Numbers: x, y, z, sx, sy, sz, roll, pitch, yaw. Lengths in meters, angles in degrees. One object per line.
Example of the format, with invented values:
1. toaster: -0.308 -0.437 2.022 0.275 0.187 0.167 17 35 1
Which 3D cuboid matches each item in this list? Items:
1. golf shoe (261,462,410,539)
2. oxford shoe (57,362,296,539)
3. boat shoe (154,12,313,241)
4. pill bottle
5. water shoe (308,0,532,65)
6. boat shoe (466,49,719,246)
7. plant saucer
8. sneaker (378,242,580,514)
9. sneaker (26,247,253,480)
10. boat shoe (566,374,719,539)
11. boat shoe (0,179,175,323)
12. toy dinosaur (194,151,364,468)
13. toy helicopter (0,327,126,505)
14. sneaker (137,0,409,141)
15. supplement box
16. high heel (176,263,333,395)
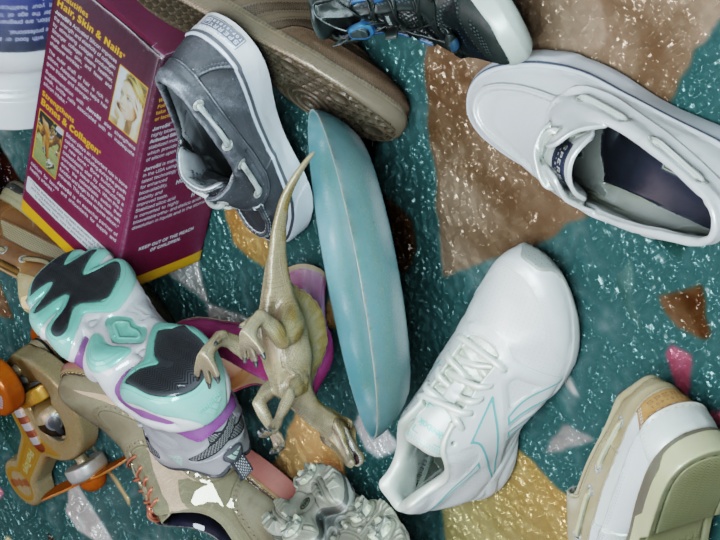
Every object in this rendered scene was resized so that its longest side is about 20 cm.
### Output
1. golf shoe: 0.011 0.191 1.169 0.097 0.078 0.200 43 -179 -22
2. oxford shoe: -0.137 0.135 1.283 0.199 0.075 0.071 31 159 8
3. boat shoe: -0.083 -0.071 1.138 0.072 0.068 0.200 34 158 25
4. pill bottle: -0.243 -0.207 1.265 0.115 0.115 0.201 29 126 35
5. water shoe: 0.013 -0.151 1.039 0.200 0.079 0.072 37 168 38
6. boat shoe: 0.126 -0.066 0.979 0.199 0.065 0.074 22 122 39
7. plant saucer: 0.000 0.000 1.100 0.200 0.027 0.201 169 90 -83
8. sneaker: 0.070 0.074 1.090 0.070 0.080 0.201 41 131 29
9. sneaker: -0.140 0.076 1.210 0.200 0.078 0.140 39 161 44
10. boat shoe: 0.155 0.144 1.045 0.069 0.074 0.201 59 144 38
11. boat shoe: -0.214 0.009 1.343 0.200 0.074 0.076 34 168 39
12. toy dinosaur: -0.052 0.036 1.116 0.058 0.101 0.201 0 110 35
13. toy helicopter: -0.247 0.138 1.469 0.132 0.079 0.200 44 145 12
14. sneaker: -0.045 -0.157 1.116 0.199 0.076 0.070 32 164 5
15. supplement box: -0.154 -0.101 1.240 0.110 0.085 0.201 40 132 27
16. high heel: -0.086 0.077 1.241 0.200 0.067 0.096 -29 46 39
